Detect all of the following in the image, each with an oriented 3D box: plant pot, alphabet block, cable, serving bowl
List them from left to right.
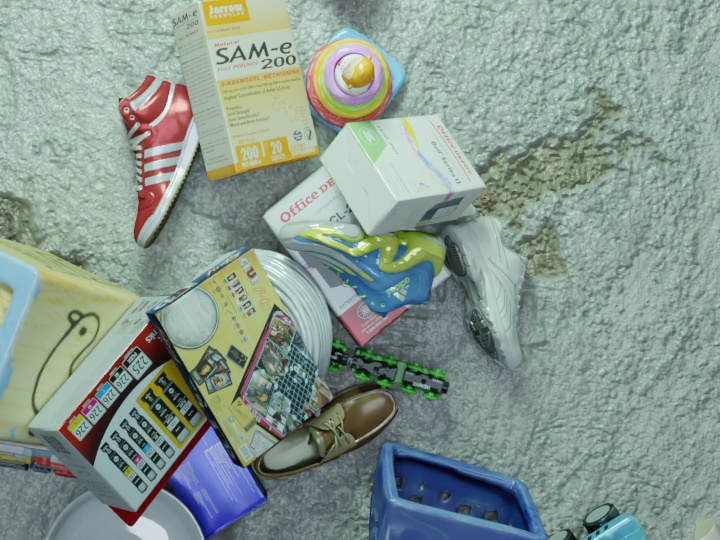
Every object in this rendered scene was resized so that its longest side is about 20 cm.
[{"bbox_3d":[-0.398,0.074,1.402,0.195,0.199,0.197,24,92,28],"label":"alphabet block"},{"bbox_3d":[-0.283,0.354,1.474,0.197,0.066,0.203,4,76,-18],"label":"serving bowl"},{"bbox_3d":[-0.128,0.076,1.488,0.198,0.069,0.203,19,111,18],"label":"cable"},{"bbox_3d":[0.096,0.342,1.495,0.197,0.200,0.182,16,99,-5],"label":"plant pot"}]

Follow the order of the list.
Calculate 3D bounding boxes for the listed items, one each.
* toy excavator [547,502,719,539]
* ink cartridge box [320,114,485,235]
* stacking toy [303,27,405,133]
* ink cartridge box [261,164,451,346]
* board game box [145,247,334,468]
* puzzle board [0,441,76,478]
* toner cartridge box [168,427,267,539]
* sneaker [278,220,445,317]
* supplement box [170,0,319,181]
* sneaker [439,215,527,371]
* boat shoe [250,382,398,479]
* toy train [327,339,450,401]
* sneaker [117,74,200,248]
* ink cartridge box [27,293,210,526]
[{"bbox_3d":[0.334,0.354,1.505,0.193,0.200,0.101,-32,96,-1],"label":"toy excavator"},{"bbox_3d":[0.064,-0.117,1.452,0.067,0.199,0.118,-48,66,39],"label":"ink cartridge box"},{"bbox_3d":[-0.008,-0.223,1.445,0.109,0.200,0.117,35,92,-5],"label":"stacking toy"},{"bbox_3d":[-0.008,-0.032,1.516,0.145,0.083,0.201,-38,95,-1],"label":"ink cartridge box"},{"bbox_3d":[-0.130,0.096,1.373,0.135,0.034,0.202,-34,107,-23],"label":"board game box"},{"bbox_3d":[-0.354,0.229,1.477,0.197,0.151,0.018,9,72,-5],"label":"puzzle board"},{"bbox_3d":[-0.204,0.221,1.538,0.094,0.043,0.202,-30,95,-3],"label":"toner cartridge box"},{"bbox_3d":[0.000,0.000,1.439,0.197,0.076,0.107,6,94,-6],"label":"sneaker"},{"bbox_3d":[-0.136,-0.220,1.475,0.125,0.073,0.203,-17,96,-36],"label":"supplement box"},{"bbox_3d":[0.175,0.024,1.538,0.098,0.078,0.202,-24,105,-21],"label":"sneaker"},{"bbox_3d":[-0.044,0.207,1.533,0.198,0.074,0.076,-28,95,-2],"label":"boat shoe"},{"bbox_3d":[0.015,0.118,1.540,0.197,0.056,0.042,16,94,-3],"label":"toy train"},{"bbox_3d":[-0.260,-0.136,1.498,0.111,0.071,0.202,23,84,-9],"label":"sneaker"},{"bbox_3d":[-0.233,0.158,1.379,0.176,0.083,0.201,51,59,-24],"label":"ink cartridge box"}]
